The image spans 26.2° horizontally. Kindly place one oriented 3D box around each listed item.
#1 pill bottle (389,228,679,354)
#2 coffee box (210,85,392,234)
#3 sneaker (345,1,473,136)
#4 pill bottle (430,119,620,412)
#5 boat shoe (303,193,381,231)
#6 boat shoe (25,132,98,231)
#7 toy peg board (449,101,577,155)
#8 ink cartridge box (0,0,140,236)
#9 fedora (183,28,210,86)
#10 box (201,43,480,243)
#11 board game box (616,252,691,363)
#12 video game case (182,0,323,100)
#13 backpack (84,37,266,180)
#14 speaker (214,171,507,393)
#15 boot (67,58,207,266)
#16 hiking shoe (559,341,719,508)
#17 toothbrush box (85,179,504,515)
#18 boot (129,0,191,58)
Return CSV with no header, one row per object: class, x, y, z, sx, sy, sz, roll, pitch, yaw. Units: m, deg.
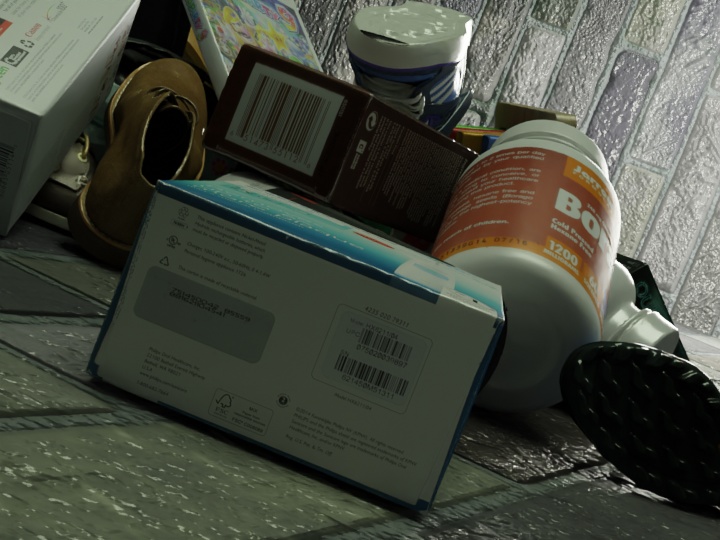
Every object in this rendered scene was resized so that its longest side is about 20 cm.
pill bottle,0.122,0.016,1.100,0.200,0.109,0.109,38,11,22
coffee box,-0.047,-0.082,1.215,0.200,0.044,0.123,55,-9,2
sneaker,0.028,-0.119,1.154,0.081,0.147,0.200,19,19,10
pill bottle,0.103,-0.012,0.962,0.112,0.112,0.200,22,36,1
boat shoe,0.000,0.000,1.084,0.063,0.071,0.200,28,0,-36
boat shoe,-0.207,-0.068,0.981,0.200,0.060,0.072,21,5,-7
toy peg board,0.094,-0.035,1.257,0.098,0.200,0.199,3,9,-8
ink cartridge box,-0.245,-0.131,0.908,0.175,0.084,0.200,23,31,-3
fedora,-0.187,-0.164,1.359,0.200,0.201,0.082,24,42,22
box,-0.005,-0.075,0.994,0.100,0.075,0.200,25,5,26
board game box,0.200,0.042,1.226,0.135,0.028,0.200,63,-9,-16
video game case,-0.073,-0.160,1.128,0.143,0.018,0.200,24,36,-49
backpack,-0.179,-0.105,1.108,0.200,0.127,0.167,21,3,-37
speaker,-0.015,0.009,0.875,0.081,0.081,0.200,16,8,-47
boot,-0.120,-0.086,0.960,0.074,0.075,0.200,31,33,-15
hiking shoe,0.186,0.099,0.893,0.200,0.074,0.087,30,-6,-21
toothbrush box,-0.017,0.024,0.683,0.146,0.085,0.200,22,4,4
boot,-0.214,-0.178,1.259,0.165,0.200,0.066,24,27,24
